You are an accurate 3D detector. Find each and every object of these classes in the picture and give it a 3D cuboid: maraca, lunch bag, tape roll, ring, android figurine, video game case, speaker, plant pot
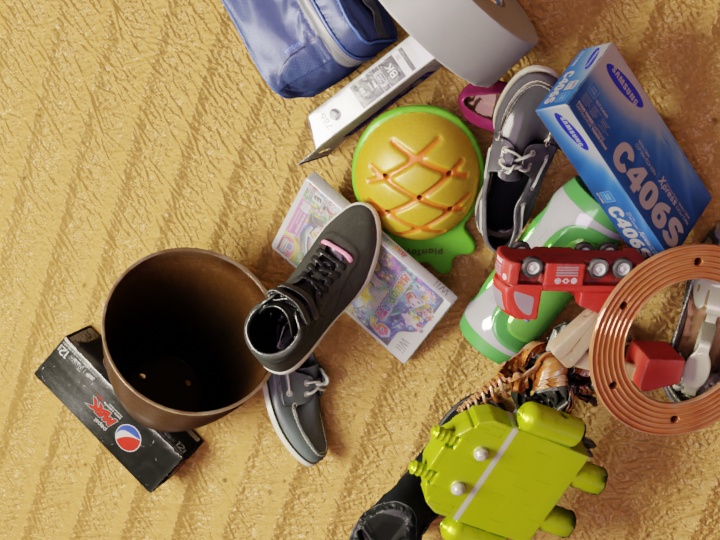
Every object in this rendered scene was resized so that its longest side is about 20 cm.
[{"bbox_3d":[0.061,-0.081,1.421,0.137,0.107,0.200,-2,122,5],"label":"maraca"},{"bbox_3d":[-0.057,-0.290,1.395,0.132,0.136,0.200,-29,90,21],"label":"lunch bag"},{"bbox_3d":[0.080,-0.271,1.320,0.066,0.200,0.200,-42,87,22],"label":"tape roll"},{"bbox_3d":[0.312,0.067,1.319,0.200,0.019,0.201,-6,112,-14],"label":"ring"},{"bbox_3d":[0.144,0.205,1.365,0.200,0.041,0.182,23,113,-22],"label":"android figurine"},{"bbox_3d":[0.000,0.000,1.461,0.200,0.018,0.143,41,145,6],"label":"video game case"},{"bbox_3d":[0.188,0.002,1.404,0.088,0.088,0.200,39,110,7],"label":"speaker"},{"bbox_3d":[-0.199,0.101,1.492,0.187,0.187,0.200,42,151,5],"label":"plant pot"}]

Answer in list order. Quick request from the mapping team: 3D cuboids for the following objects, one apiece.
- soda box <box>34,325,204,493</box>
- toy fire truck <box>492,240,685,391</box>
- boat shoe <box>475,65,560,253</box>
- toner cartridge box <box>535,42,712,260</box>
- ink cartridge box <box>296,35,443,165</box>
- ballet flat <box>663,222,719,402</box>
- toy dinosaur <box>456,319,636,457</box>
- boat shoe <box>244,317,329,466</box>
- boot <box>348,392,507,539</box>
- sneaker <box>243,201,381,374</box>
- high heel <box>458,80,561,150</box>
[{"bbox_3d":[-0.284,0.162,1.604,0.200,0.063,0.071,45,112,5],"label":"soda box"},{"bbox_3d":[0.222,0.045,1.328,0.200,0.049,0.141,0,112,-12],"label":"toy fire truck"},{"bbox_3d":[0.158,-0.104,1.342,0.073,0.063,0.200,11,127,-4],"label":"boat shoe"},{"bbox_3d":[0.257,-0.110,1.314,0.043,0.095,0.200,-6,130,52],"label":"toner cartridge box"},{"bbox_3d":[0.014,-0.184,1.414,0.200,0.099,0.039,-37,88,20],"label":"ink cartridge box"},{"bbox_3d":[0.353,0.051,1.370,0.072,0.072,0.201,17,106,14],"label":"ballet flat"},{"bbox_3d":[0.190,0.113,1.401,0.200,0.102,0.136,-5,121,-4],"label":"toy dinosaur"},{"bbox_3d":[-0.070,0.120,1.522,0.062,0.073,0.200,-18,90,24],"label":"boat shoe"},{"bbox_3d":[0.074,0.231,1.446,0.076,0.168,0.200,40,110,6],"label":"boot"},{"bbox_3d":[-0.045,0.017,1.360,0.071,0.099,0.200,33,91,10],"label":"sneaker"},{"bbox_3d":[0.196,-0.147,1.363,0.200,0.096,0.068,12,104,15],"label":"high heel"}]
